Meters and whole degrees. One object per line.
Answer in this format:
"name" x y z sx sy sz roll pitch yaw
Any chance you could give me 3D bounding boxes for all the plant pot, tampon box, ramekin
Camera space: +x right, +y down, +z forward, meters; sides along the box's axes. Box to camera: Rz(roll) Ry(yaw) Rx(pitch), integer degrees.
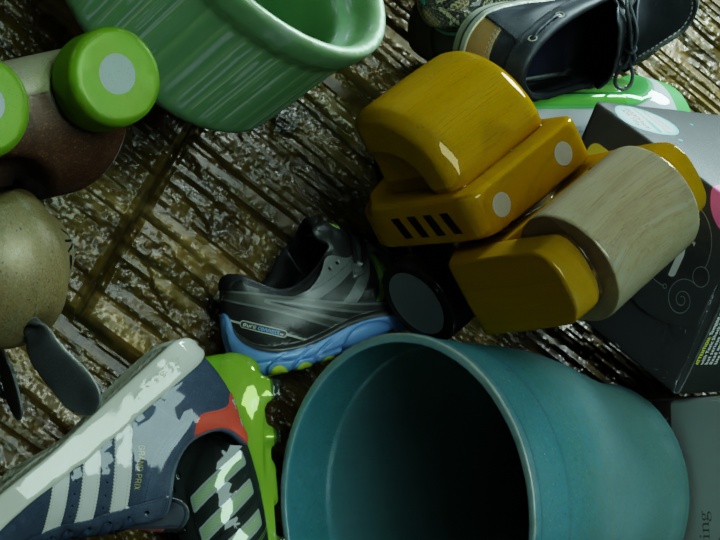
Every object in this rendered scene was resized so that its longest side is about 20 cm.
"plant pot" 0.089 0.134 1.468 0.188 0.200 0.201 -1 76 -45
"tampon box" 0.236 -0.014 1.564 0.200 0.150 0.126 1 119 -44
"ramekin" -0.089 -0.177 1.457 0.200 0.098 0.200 37 30 -25

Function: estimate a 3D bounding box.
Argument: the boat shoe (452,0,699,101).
"boat shoe" 0.148 -0.146 1.559 0.200 0.062 0.075 -17 125 -38

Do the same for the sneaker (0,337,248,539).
"sneaker" -0.146 0.128 1.371 0.200 0.075 0.085 -40 98 -10

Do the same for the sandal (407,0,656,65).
"sandal" 0.128 -0.161 1.625 0.200 0.055 0.082 -2 113 -27

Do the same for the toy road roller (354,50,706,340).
"toy road roller" 0.083 -0.050 1.430 0.123 0.200 0.146 -39 110 -33

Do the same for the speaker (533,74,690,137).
"speaker" 0.115 -0.084 1.599 0.200 0.088 0.089 -3 78 -31

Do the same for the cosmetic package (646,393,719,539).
"cosmetic package" 0.265 0.157 1.540 0.165 0.200 0.165 0 85 -31

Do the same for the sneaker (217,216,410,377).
"sneaker" 0.000 0.000 1.514 0.199 0.071 0.083 -22 98 -30

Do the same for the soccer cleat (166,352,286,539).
"soccer cleat" -0.083 0.148 1.438 0.081 0.068 0.201 -3 84 -3

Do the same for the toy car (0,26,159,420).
"toy car" -0.187 -0.017 1.369 0.158 0.164 0.200 -16 94 -32

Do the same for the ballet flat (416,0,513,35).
"ballet flat" 0.117 -0.217 1.575 0.200 0.068 0.075 -27 124 -26
